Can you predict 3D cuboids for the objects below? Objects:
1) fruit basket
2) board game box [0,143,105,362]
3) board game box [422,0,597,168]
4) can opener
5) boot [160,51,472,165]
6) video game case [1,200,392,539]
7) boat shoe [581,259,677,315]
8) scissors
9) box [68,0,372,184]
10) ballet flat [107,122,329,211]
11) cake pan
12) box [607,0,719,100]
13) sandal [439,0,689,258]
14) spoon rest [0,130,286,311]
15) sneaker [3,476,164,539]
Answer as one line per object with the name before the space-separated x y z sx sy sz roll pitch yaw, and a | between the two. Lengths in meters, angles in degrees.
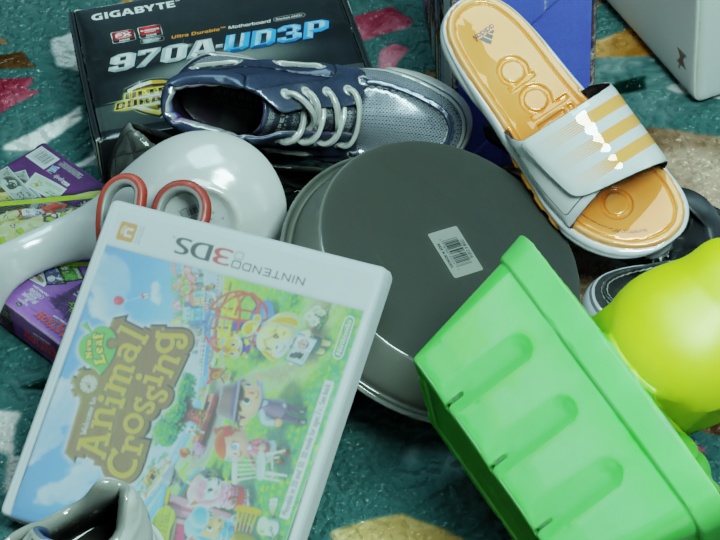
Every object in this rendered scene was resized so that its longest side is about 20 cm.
fruit basket | 0.155 0.067 1.370 0.214 0.156 0.217 -3 64 7
board game box | -0.189 -0.005 1.610 0.120 0.032 0.200 -30 47 -31
board game box | 0.099 -0.193 1.706 0.096 0.160 0.201 -5 41 -2
can opener | 0.155 -0.039 1.608 0.199 0.079 0.064 22 89 25
boot | -0.029 -0.097 1.610 0.198 0.073 0.090 6 13 6
video game case | -0.095 0.072 1.443 0.181 0.022 0.201 14 76 19
boat shoe | 0.235 0.013 1.507 0.198 0.066 0.070 5 46 -5
scissors | -0.121 0.038 1.492 0.073 0.014 0.202 -5 79 9
box | -0.096 -0.136 1.741 0.199 0.046 0.159 -10 41 -6
ballet flat | -0.066 -0.055 1.622 0.199 0.057 0.067 6 33 -10
cake pan | 0.049 0.001 1.515 0.199 0.037 0.201 13 52 -17
box | 0.262 -0.269 1.750 0.170 0.201 0.199 -19 44 -14
sandal | 0.121 -0.095 1.538 0.079 0.059 0.207 -37 77 -15
spoon rest | -0.143 -0.025 1.552 0.199 0.100 0.061 -16 20 5
sneaker | -0.191 0.182 1.343 0.074 0.087 0.200 34 61 26
